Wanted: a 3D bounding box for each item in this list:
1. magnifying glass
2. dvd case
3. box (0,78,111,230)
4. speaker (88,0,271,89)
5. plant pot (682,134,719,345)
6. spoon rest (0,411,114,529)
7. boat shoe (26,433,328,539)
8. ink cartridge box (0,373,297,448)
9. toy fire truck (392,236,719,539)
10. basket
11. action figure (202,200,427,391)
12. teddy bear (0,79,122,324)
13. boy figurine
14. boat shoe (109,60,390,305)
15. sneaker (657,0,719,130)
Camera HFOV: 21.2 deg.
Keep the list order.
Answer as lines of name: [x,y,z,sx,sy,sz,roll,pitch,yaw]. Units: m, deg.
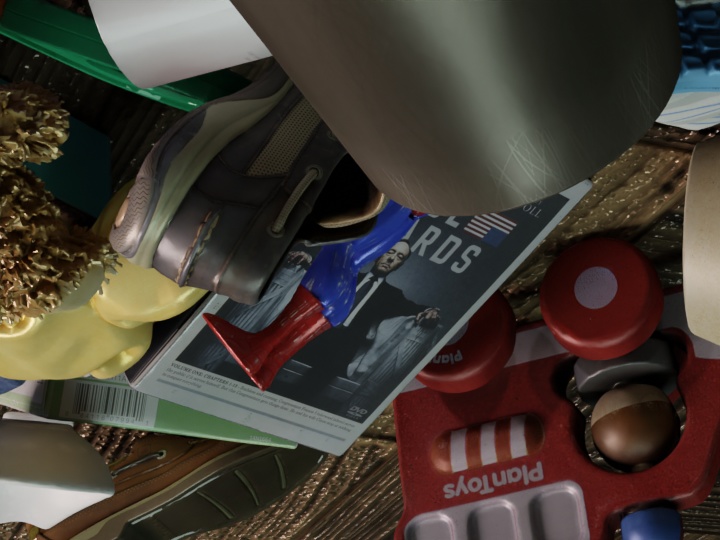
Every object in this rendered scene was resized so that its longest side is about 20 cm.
magnifying glass: [-0.127,-0.099,0.775,0.199,0.023,0.079,18,179,-30]
dvd case: [0.000,0.000,0.927,0.150,0.025,0.200,23,117,-44]
box: [-0.204,-0.059,0.831,0.082,0.049,0.200,-23,148,30]
speaker: [-0.001,-0.127,0.704,0.199,0.082,0.081,-13,152,15]
plant pot: [0.256,-0.011,0.902,0.199,0.189,0.187,1,156,17]
spoon rest: [-0.173,0.105,0.991,0.099,0.061,0.200,5,177,-5]
boat shoe: [-0.118,0.129,1.201,0.199,0.068,0.072,-26,144,-5]
ink cartridge box: [-0.136,0.062,1.071,0.145,0.048,0.200,9,178,-27]
toy fire truck: [0.111,0.086,1.046,0.199,0.169,0.112,-13,153,15]
basket: [0.013,-0.126,0.573,0.179,0.136,0.201,-20,128,10]
action figure: [0.016,-0.033,0.841,0.200,0.052,0.065,-40,161,-6]
teddy bear: [-0.178,-0.041,0.737,0.200,0.067,0.145,34,136,-30]
boy figurine: [-0.146,0.013,0.858,0.199,0.065,0.124,-26,143,31]
boat shoe: [-0.018,-0.043,0.760,0.073,0.200,0.075,38,135,7]
sneaker: [0.116,-0.088,0.818,0.198,0.075,0.087,2,158,-14]
